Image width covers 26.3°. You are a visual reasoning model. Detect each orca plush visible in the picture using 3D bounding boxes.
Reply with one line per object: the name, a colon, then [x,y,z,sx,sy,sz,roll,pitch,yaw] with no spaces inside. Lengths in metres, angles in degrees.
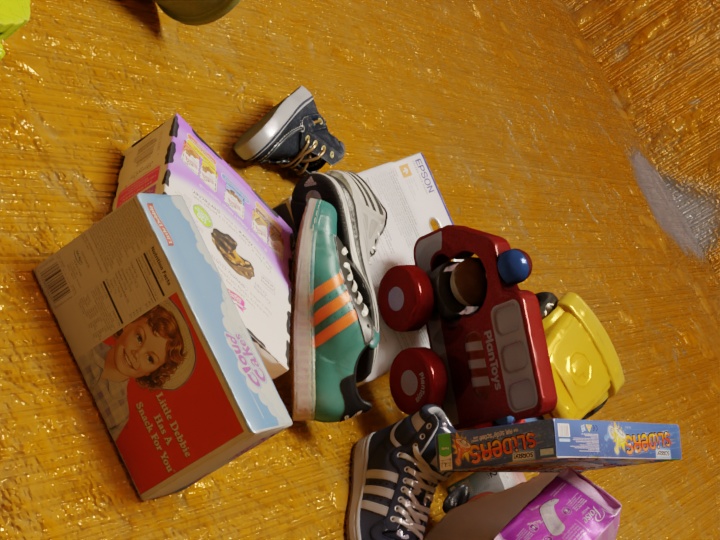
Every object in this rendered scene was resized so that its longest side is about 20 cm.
orca plush: [0.138,0.252,1.512,0.200,0.105,0.072,-40,135,-40]

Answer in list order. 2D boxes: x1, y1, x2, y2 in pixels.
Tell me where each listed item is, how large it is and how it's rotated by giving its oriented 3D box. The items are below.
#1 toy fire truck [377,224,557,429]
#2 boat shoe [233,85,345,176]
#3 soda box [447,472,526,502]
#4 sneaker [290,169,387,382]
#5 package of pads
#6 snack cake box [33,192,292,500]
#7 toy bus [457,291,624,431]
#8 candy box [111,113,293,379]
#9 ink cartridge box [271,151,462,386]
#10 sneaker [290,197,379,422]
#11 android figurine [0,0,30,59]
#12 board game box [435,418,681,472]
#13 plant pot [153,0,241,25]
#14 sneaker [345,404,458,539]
toy fire truck: [0.113,0.052,1.486,0.111,0.167,0.202,1,75,-39]
boat shoe: [-0.067,-0.134,1.635,0.091,0.071,0.200,51,21,-7]
soda box: [0.161,0.299,1.572,0.068,0.063,0.201,22,41,-56]
sneaker: [0.000,0.000,1.476,0.115,0.075,0.202,-20,103,-59]
package of pads: [0.170,0.285,1.413,0.075,0.120,0.201,35,-32,26]
snack cake box: [-0.149,0.056,1.163,0.201,0.115,0.067,63,22,11]
toy bus: [0.152,0.136,1.634,0.136,0.199,0.192,58,41,-14]
candy box: [-0.137,-0.011,1.333,0.168,0.071,0.201,46,25,-29]
ink cartridge box: [0.024,-0.003,1.573,0.199,0.043,0.198,-21,88,-43]
sneaker: [-0.022,0.036,1.397,0.071,0.079,0.202,173,-82,-84]
android figurine: [-0.339,-0.262,1.270,0.182,0.041,0.201,16,46,-59]
board game box: [0.182,0.161,1.403,0.199,0.135,0.035,8,74,-46]
plant pot: [-0.213,-0.358,1.502,0.183,0.200,0.202,10,50,-46]
sneaker: [0.048,0.205,1.396,0.070,0.108,0.201,44,26,-30]
